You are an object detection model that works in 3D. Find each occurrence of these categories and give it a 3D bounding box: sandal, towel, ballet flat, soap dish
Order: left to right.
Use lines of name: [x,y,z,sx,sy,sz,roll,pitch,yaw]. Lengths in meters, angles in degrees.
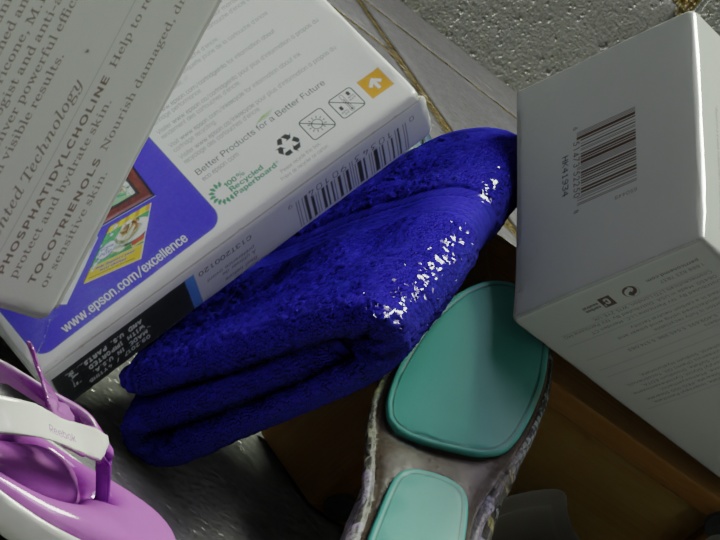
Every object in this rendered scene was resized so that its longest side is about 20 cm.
sandal: [-0.133,0.045,0.843,0.202,0.050,0.083,37,12,-20]
towel: [-0.014,0.003,1.036,0.050,0.147,0.200,58,29,-12]
ballet flat: [0.028,0.090,0.999,0.072,0.072,0.201,37,46,-15]
soap dish: [0.077,0.090,1.139,0.200,0.157,0.081,35,29,-25]

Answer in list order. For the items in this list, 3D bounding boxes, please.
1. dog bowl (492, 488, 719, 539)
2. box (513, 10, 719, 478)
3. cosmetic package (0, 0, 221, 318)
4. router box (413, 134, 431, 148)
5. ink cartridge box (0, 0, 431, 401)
dog bowl: [0.125,0.175,1.033,0.199,0.059,0.200,19,24,-9]
box: [0.164,0.001,1.072,0.200,0.097,0.125,37,43,-37]
cosmetic package: [-0.185,-0.105,0.886,0.167,0.167,0.200,32,5,29]
router box: [-0.028,-0.077,1.301,0.200,0.062,0.150,38,19,-39]
ink cartridge box: [-0.107,-0.072,1.028,0.200,0.198,0.043,47,-13,26]
